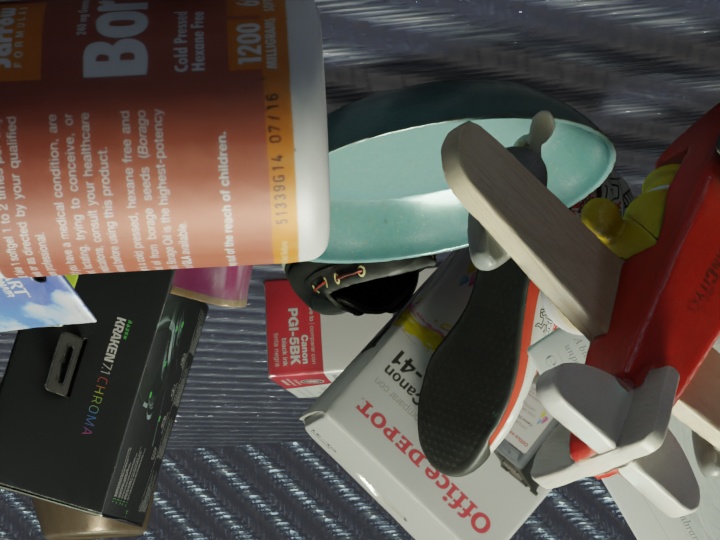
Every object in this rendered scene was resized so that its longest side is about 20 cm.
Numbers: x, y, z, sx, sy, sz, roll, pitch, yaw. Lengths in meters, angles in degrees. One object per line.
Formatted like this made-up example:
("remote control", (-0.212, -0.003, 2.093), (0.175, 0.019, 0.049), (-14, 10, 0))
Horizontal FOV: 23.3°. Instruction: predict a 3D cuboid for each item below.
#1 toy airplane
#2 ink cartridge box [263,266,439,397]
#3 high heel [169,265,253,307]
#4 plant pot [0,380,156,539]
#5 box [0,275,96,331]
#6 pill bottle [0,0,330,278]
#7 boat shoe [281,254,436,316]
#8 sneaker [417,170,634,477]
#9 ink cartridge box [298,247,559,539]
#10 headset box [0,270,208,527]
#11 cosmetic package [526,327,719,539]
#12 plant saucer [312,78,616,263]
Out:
("toy airplane", (0.131, 0.020, 0.832), (0.197, 0.202, 0.141), (-9, -178, -29))
("ink cartridge box", (0.031, 0.051, 1.430), (0.198, 0.084, 0.147), (-5, 169, 8))
("high heel", (-0.141, -0.048, 0.976), (0.198, 0.097, 0.067), (16, -171, 23))
("plant pot", (-0.295, 0.203, 1.908), (0.198, 0.177, 0.200), (-3, 169, -1))
("box", (-0.247, -0.014, 0.933), (0.198, 0.048, 0.122), (-7, 137, 22))
("pill bottle", (-0.113, -0.054, 0.711), (0.198, 0.113, 0.112), (-3, 170, -3))
("boat shoe", (-0.003, 0.001, 1.114), (0.073, 0.064, 0.201), (-14, 169, -16))
("sneaker", (0.107, 0.029, 1.056), (0.067, 0.203, 0.107), (26, -163, 38))
("ink cartridge box", (0.082, 0.072, 1.125), (0.200, 0.147, 0.086), (-48, -178, -17))
("headset box", (-0.181, 0.079, 1.202), (0.092, 0.176, 0.200), (15, 171, 4))
("cosmetic package", (0.235, 0.072, 0.954), (0.199, 0.200, 0.123), (-36, 167, 20))
("plant saucer", (0.034, -0.055, 0.917), (0.198, 0.036, 0.200), (-10, 162, -3))
